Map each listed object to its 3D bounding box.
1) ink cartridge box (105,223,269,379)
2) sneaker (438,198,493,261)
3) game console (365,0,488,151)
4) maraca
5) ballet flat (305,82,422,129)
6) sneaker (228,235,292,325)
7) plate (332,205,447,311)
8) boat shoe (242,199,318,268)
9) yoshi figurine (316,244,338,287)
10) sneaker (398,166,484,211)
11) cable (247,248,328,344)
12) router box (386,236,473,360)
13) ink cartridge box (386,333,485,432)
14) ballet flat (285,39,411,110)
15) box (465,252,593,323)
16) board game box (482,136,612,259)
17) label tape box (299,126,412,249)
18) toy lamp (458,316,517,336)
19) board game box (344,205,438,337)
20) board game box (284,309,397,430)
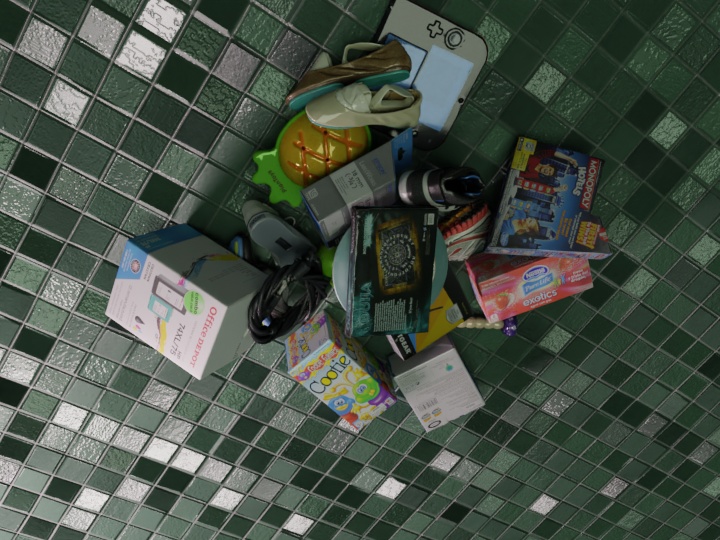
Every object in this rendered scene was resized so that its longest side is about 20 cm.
[{"bbox_3d":[-0.270,0.044,1.078,0.200,0.146,0.147,31,114,14],"label":"ink cartridge box"},{"bbox_3d":[0.155,-0.038,1.188,0.200,0.078,0.082,-34,120,10],"label":"sneaker"},{"bbox_3d":[0.089,-0.304,1.059,0.177,0.031,0.200,19,113,-19],"label":"game console"},{"bbox_3d":[-0.076,-0.181,1.055,0.200,0.107,0.137,-33,119,10],"label":"maraca"},{"bbox_3d":[0.013,-0.251,0.996,0.200,0.069,0.070,-8,123,-35],"label":"ballet flat"},{"bbox_3d":[-0.170,0.018,1.181,0.083,0.071,0.200,-33,119,-13],"label":"sneaker"},{"bbox_3d":[0.053,-0.001,1.055,0.200,0.026,0.201,-6,107,-20],"label":"plate"},{"bbox_3d":[-0.141,-0.059,1.134,0.075,0.086,0.202,-38,147,7],"label":"boat shoe"},{"bbox_3d":[-0.012,0.010,1.173,0.112,0.112,0.200,-30,114,17],"label":"yoshi figurine"},{"bbox_3d":[0.161,-0.130,1.068,0.200,0.112,0.073,-12,102,-49],"label":"sneaker"},{"bbox_3d":[-0.118,0.059,1.104,0.163,0.051,0.200,-48,163,-23],"label":"cable"},{"bbox_3d":[0.085,0.029,1.121,0.149,0.051,0.200,-33,115,-9],"label":"router box"},{"bbox_3d":[0.157,0.232,1.337,0.136,0.076,0.200,-27,118,7],"label":"ink cartridge box"},{"bbox_3d":[-0.023,-0.304,1.016,0.200,0.068,0.073,-14,82,12],"label":"ballet flat"},{"bbox_3d":[0.305,0.003,1.222,0.200,0.103,0.095,-20,119,3],"label":"box"},{"bbox_3d":[0.333,-0.100,1.132,0.199,0.062,0.200,17,84,4],"label":"board game box"},{"bbox_3d":[0.013,-0.125,1.060,0.200,0.144,0.063,-30,75,-4],"label":"label tape box"},{"bbox_3d":[0.198,0.098,1.283,0.200,0.058,0.058,1,118,-12],"label":"toy lamp"},{"bbox_3d":[0.047,0.001,1.024,0.135,0.028,0.200,-2,105,-20],"label":"board game box"},{"bbox_3d":[-0.037,0.189,1.266,0.103,0.105,0.200,-39,118,12],"label":"board game box"}]
